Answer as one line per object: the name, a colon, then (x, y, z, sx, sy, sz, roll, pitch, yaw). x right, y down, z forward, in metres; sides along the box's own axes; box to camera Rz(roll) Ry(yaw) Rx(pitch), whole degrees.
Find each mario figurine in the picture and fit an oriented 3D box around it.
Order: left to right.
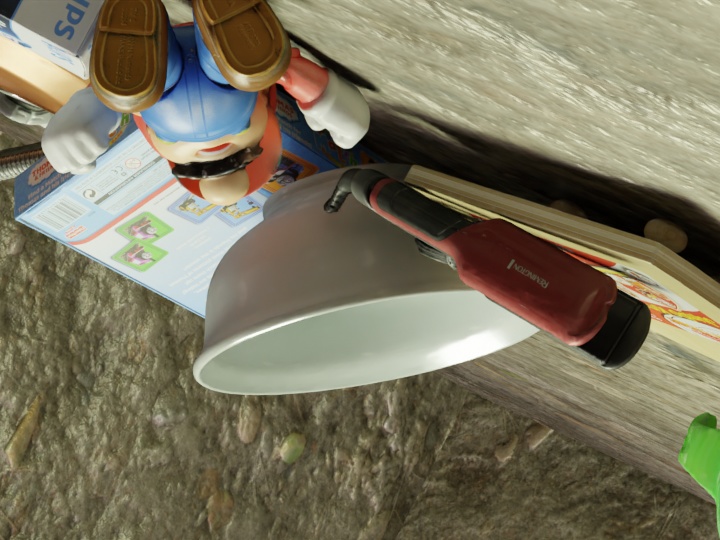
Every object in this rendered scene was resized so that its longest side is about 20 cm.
mario figurine: (-0.066, -0.067, 0.882, 0.123, 0.106, 0.200, 25, 174, 4)

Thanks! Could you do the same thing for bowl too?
bowl: (0.000, 0.000, 1.053, 0.201, 0.091, 0.201, -11, 165, -3)

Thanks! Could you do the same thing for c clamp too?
c clamp: (-0.214, -0.061, 1.176, 0.200, 0.027, 0.171, -11, -175, 14)

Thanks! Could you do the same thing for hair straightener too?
hair straightener: (0.057, -0.001, 0.911, 0.200, 0.041, 0.077, 24, 174, 42)

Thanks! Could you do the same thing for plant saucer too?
plant saucer: (-0.212, -0.133, 1.092, 0.200, 0.038, 0.200, 27, 176, 2)

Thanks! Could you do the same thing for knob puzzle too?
knob puzzle: (0.144, 0.004, 0.925, 0.219, 0.031, 0.220, 27, 175, 2)

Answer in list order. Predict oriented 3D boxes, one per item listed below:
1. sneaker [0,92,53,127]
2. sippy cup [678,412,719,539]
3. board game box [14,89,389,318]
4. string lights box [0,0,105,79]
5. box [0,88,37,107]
sneaker: (-0.204, -0.129, 1.345, 0.099, 0.078, 0.200, 40, -179, 39)
sippy cup: (0.273, 0.130, 1.064, 0.178, 0.140, 0.130, 58, -165, 13)
board game box: (-0.074, -0.038, 1.115, 0.200, 0.151, 0.037, 32, -143, -40)
string lights box: (-0.202, -0.162, 0.880, 0.200, 0.059, 0.103, 28, 177, -5)
box: (-0.139, -0.098, 1.272, 0.200, 0.039, 0.041, 22, 179, -27)
